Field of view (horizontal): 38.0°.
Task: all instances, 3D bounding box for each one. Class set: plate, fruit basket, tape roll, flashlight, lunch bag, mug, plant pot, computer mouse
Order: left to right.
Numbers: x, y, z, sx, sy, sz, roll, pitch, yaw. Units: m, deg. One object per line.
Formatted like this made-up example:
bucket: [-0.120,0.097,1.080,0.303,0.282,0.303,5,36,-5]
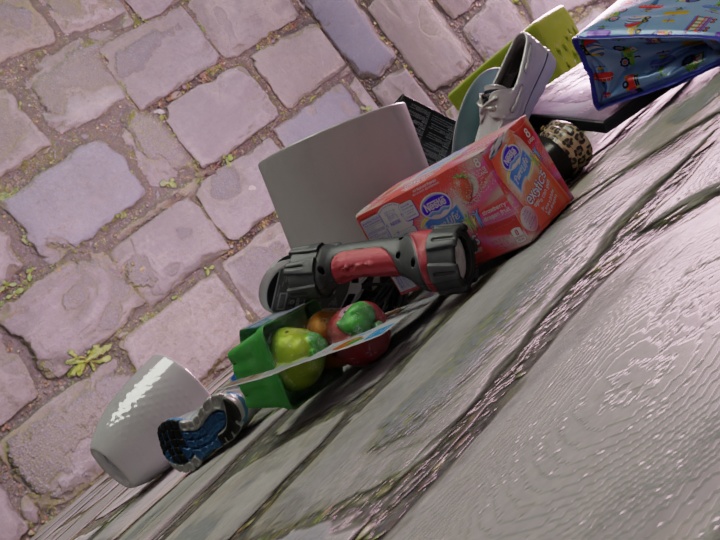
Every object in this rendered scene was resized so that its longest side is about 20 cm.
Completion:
mug: [-0.334,0.262,1.666,0.176,0.146,0.202,-48,-23,-29]
fruit basket: [-0.028,0.064,1.055,0.198,0.095,0.185,-28,0,27]
computer mouse: [-0.028,0.007,1.163,0.197,0.044,0.111,1,-61,-31]
tape roll: [-0.012,-0.104,1.285,0.199,0.141,0.203,-22,4,2]
flashlight: [0.016,-0.002,1.034,0.197,0.069,0.067,-8,-4,27]
plate: [0.184,-0.168,1.401,0.025,0.203,0.200,10,36,35]
plant pot: [0.294,-0.298,1.744,0.198,0.182,0.200,-37,3,34]
lunch bag: [0.365,-0.267,1.167,0.198,0.095,0.150,-4,29,48]

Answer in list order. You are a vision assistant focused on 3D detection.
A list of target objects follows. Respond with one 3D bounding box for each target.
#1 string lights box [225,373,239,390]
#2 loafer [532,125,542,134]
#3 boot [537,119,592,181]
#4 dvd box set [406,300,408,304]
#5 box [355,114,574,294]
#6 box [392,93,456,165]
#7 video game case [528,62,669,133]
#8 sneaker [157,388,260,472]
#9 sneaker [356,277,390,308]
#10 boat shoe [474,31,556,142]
string lights box: [-0.105,0.098,1.441,0.201,0.059,0.103,-52,1,41]
loafer: [0.242,-0.161,1.346,0.072,0.073,0.200,-37,3,3]
boot: [0.179,-0.102,1.216,0.150,0.074,0.200,-39,4,-5]
dvd box set: [-0.004,0.067,1.364,0.146,0.030,0.200,-39,2,3]
box: [0.102,-0.064,1.070,0.199,0.104,0.094,-25,11,49]
box: [0.111,-0.156,1.536,0.087,0.197,0.164,-68,11,-14]
video game case: [0.291,-0.219,1.301,0.142,0.019,0.199,-34,23,-17]
sneaker: [-0.190,0.203,1.369,0.199,0.076,0.086,-30,-3,41]
sneaker: [-0.027,0.032,1.230,0.199,0.077,0.084,-41,-27,0]
boat shoe: [0.176,-0.207,1.313,0.073,0.065,0.202,-3,56,55]
